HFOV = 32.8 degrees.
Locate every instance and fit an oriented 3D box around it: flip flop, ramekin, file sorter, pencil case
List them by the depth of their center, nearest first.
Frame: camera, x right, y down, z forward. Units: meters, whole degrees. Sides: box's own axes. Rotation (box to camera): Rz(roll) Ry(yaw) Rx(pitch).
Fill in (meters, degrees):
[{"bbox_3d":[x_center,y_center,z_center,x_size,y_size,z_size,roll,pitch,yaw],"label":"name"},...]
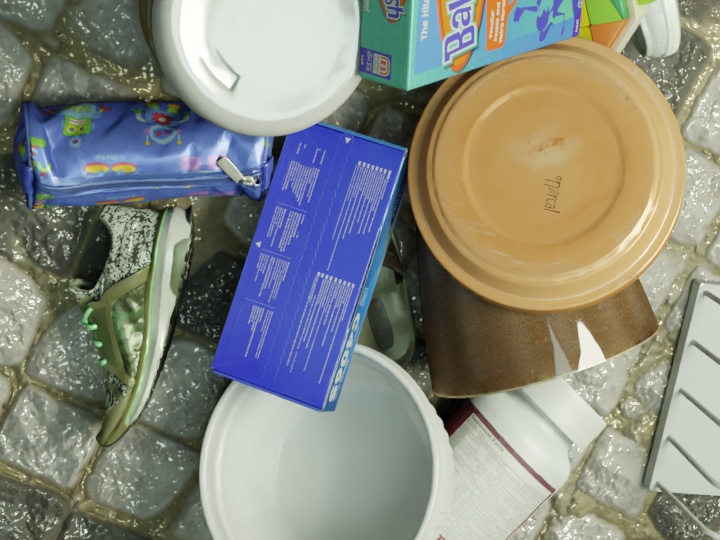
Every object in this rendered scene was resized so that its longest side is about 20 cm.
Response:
[{"bbox_3d":[-0.157,-0.086,0.910,0.197,0.087,0.079,-2,124,-12],"label":"pencil case"},{"bbox_3d":[-0.018,0.160,0.966,0.197,0.105,0.203,-4,77,19],"label":"ramekin"},{"bbox_3d":[0.000,0.000,0.988,0.080,0.058,0.202,-20,110,-7],"label":"flip flop"},{"bbox_3d":[0.358,0.129,1.078,0.137,0.125,0.203,6,106,-14],"label":"file sorter"}]

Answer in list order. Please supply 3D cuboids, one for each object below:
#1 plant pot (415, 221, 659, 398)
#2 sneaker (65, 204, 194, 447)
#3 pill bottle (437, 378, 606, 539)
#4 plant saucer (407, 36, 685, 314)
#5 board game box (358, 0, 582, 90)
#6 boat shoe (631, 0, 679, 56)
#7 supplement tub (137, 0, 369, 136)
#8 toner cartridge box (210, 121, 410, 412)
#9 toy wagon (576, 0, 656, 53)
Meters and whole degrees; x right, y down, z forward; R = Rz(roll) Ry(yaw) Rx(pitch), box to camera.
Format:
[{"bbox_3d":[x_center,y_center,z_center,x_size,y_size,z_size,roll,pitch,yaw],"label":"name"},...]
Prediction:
[{"bbox_3d":[0.116,-0.027,0.959,0.184,0.187,0.203,-18,94,-7],"label":"plant pot"},{"bbox_3d":[-0.189,0.036,0.956,0.087,0.077,0.203,16,98,-4],"label":"sneaker"},{"bbox_3d":[0.107,0.169,1.037,0.200,0.110,0.109,-46,111,3],"label":"pill bottle"},{"bbox_3d":[0.130,-0.071,0.869,0.197,0.032,0.204,-2,80,11],"label":"plant saucer"},{"bbox_3d":[0.081,-0.213,0.789,0.199,0.045,0.154,-25,127,-43],"label":"board game box"},{"bbox_3d":[0.185,-0.252,0.943,0.064,0.075,0.204,-28,107,3],"label":"boat shoe"},{"bbox_3d":[-0.078,-0.179,0.838,0.142,0.200,0.147,-4,108,-14],"label":"supplement tub"},{"bbox_3d":[-0.035,-0.005,0.916,0.094,0.043,0.203,18,88,13],"label":"toner cartridge box"},{"bbox_3d":[0.153,-0.215,0.902,0.039,0.198,0.157,-38,119,-43],"label":"toy wagon"}]
